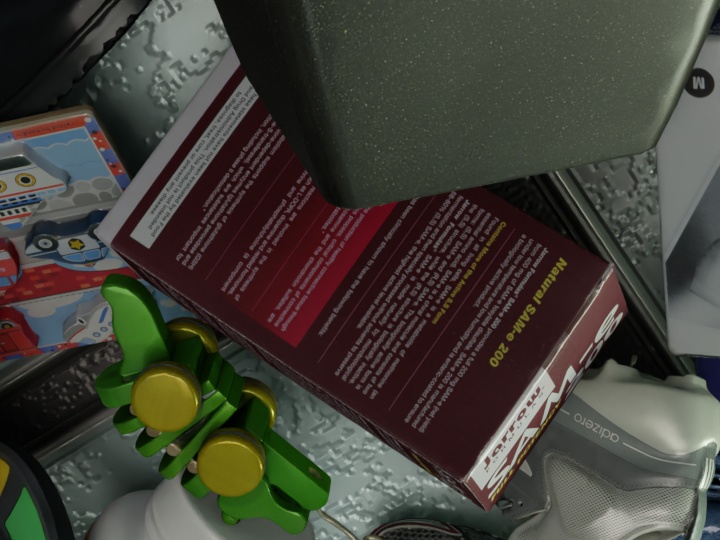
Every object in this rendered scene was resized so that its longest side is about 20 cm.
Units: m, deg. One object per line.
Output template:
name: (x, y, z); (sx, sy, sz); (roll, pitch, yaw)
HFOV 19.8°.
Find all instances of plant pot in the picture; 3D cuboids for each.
plant pot: (0.028, -0.139, 0.780); (0.199, 0.200, 0.178); (-11, 123, -14)

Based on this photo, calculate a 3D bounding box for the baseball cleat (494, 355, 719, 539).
baseball cleat: (0.061, 0.083, 0.902); (0.199, 0.070, 0.107); (2, 77, 42)

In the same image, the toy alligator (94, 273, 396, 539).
toy alligator: (-0.059, 0.086, 0.925); (0.054, 0.059, 0.200); (-38, 106, 19)

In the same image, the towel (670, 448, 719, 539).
towel: (0.232, 0.106, 0.918); (0.199, 0.112, 0.049); (0, 74, 9)

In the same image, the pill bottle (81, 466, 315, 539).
pill bottle: (-0.106, 0.183, 0.993); (0.109, 0.109, 0.200); (34, 113, -5)

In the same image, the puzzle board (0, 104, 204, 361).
puzzle board: (-0.187, -0.002, 0.942); (0.199, 0.017, 0.151); (-11, 141, 13)

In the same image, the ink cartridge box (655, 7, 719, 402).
ink cartridge box: (0.218, -0.006, 0.819); (0.199, 0.041, 0.201); (3, 119, 24)

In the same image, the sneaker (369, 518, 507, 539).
sneaker: (0.071, 0.162, 0.929); (0.081, 0.200, 0.075); (-49, 134, -13)

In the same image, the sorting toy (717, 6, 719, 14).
sorting toy: (0.246, -0.130, 0.836); (0.198, 0.070, 0.201); (-26, 105, 18)

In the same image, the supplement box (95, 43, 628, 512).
supplement box: (0.000, 0.000, 0.868); (0.200, 0.061, 0.109); (33, 82, 23)

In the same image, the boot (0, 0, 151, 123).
boot: (-0.193, -0.133, 0.899); (0.200, 0.077, 0.168); (-38, 105, 27)

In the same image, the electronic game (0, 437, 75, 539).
electronic game: (-0.194, 0.178, 0.978); (0.041, 0.200, 0.200); (15, 121, -41)
